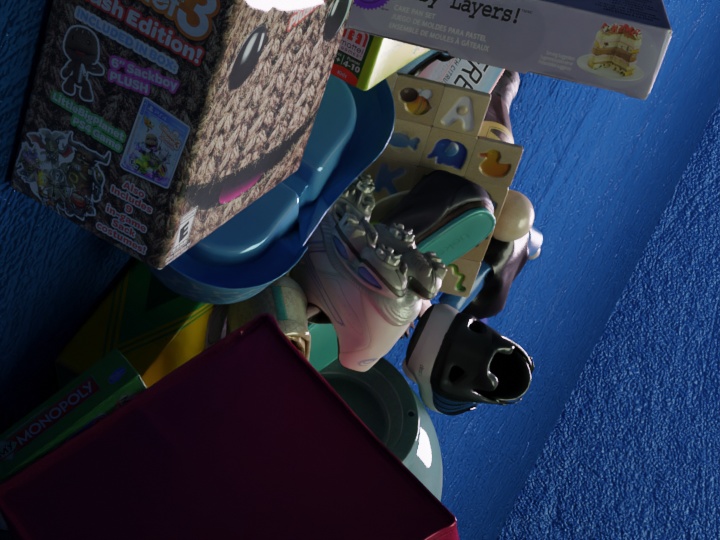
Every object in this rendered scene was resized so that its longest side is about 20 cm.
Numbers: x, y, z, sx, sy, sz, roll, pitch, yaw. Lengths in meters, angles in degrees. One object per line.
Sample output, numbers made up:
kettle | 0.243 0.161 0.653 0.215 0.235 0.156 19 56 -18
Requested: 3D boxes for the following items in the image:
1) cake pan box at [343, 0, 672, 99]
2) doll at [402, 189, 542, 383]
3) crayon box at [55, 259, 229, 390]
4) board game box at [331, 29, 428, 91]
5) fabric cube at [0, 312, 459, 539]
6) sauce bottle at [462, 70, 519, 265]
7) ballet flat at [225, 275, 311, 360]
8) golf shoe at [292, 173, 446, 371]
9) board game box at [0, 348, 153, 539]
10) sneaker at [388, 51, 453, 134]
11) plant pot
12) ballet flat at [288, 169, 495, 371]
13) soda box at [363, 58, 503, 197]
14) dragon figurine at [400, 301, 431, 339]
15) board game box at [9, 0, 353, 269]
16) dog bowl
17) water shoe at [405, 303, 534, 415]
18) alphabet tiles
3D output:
cake pan box | 0.072 -0.182 1.189 0.184 0.199 0.052 -89 -167 -59
doll | 0.091 0.015 1.590 0.136 0.048 0.200 -35 158 -41
crayon box | -0.122 0.060 1.336 0.173 0.058 0.200 -54 164 -29
board game box | 0.008 -0.177 1.259 0.200 0.101 0.048 -38 153 -58
fabric cube | -0.061 0.188 1.179 0.200 0.196 0.200 -32 141 -15
sauce bottle | 0.080 -0.087 1.526 0.066 0.066 0.200 102 6 -48
ballet flat | -0.065 0.086 1.322 0.067 0.062 0.200 -10 139 -13
golf shoe | -0.027 -0.017 1.320 0.078 0.200 0.097 11 119 -34
board game box | -0.161 0.146 1.230 0.134 0.029 0.200 -38 144 -11
sneaker | 0.045 -0.184 1.398 0.200 0.090 0.078 -66 165 17
plant pot | -0.026 0.134 1.495 0.200 0.200 0.134 -52 169 -34
ballet flat | 0.000 0.000 1.388 0.200 0.073 0.073 -38 164 -1
soda box | 0.047 -0.129 1.492 0.068 0.064 0.200 -12 -141 54
dragon figurine | -0.003 -0.001 1.632 0.059 0.099 0.200 -46 133 -47
board game box | -0.080 -0.130 1.050 0.159 0.097 0.200 -41 156 -54
dog bowl | -0.062 -0.061 1.233 0.200 0.111 0.050 -54 178 -30
water shoe | 0.087 0.080 1.502 0.072 0.079 0.200 -64 163 -3
alphabet tiles | 0.015 -0.052 1.422 0.006 0.166 0.200 -87 -167 -54
